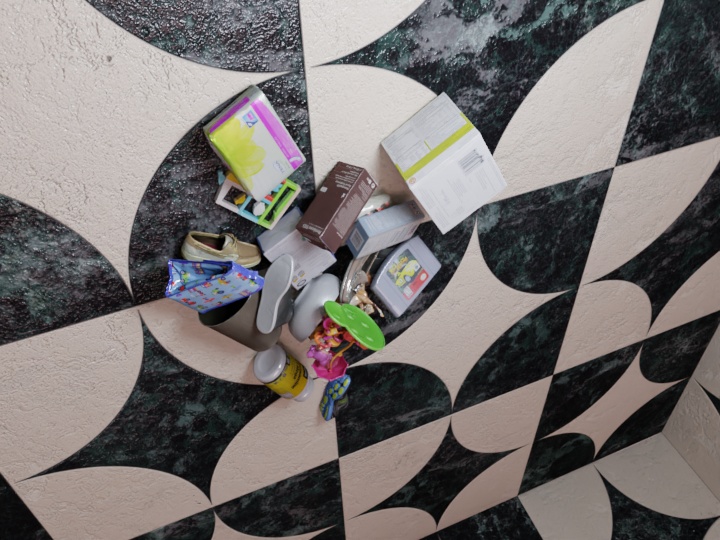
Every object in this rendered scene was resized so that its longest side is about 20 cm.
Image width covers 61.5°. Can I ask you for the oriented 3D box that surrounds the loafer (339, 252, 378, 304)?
[{"bbox_3d":[0.000,0.000,1.593,0.061,0.204,0.073,14,151,11],"label":"loafer"}]

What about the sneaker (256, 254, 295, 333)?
[{"bbox_3d":[-0.198,0.054,1.521,0.099,0.069,0.206,-11,120,-69],"label":"sneaker"}]

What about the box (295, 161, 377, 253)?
[{"bbox_3d":[-0.057,-0.153,1.437,0.075,0.099,0.203,42,75,-46],"label":"box"}]

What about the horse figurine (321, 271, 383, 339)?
[{"bbox_3d":[-0.030,0.103,1.637,0.196,0.135,0.050,-28,171,-6],"label":"horse figurine"}]

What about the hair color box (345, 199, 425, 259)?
[{"bbox_3d":[0.065,-0.108,1.567,0.196,0.061,0.100,-21,158,-35],"label":"hair color box"}]

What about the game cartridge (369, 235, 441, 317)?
[{"bbox_3d":[0.121,0.009,1.652,0.133,0.041,0.201,46,75,-15],"label":"game cartridge"}]

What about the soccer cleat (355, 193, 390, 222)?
[{"bbox_3d":[-0.010,-0.160,1.538,0.197,0.079,0.069,-29,175,-23],"label":"soccer cleat"}]

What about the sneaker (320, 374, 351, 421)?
[{"bbox_3d":[-0.073,0.414,2.005,0.081,0.071,0.203,-10,134,-39],"label":"sneaker"}]

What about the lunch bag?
[{"bbox_3d":[-0.329,0.027,1.416,0.194,0.097,0.151,-8,160,17],"label":"lunch bag"}]

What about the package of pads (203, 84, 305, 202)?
[{"bbox_3d":[-0.227,-0.266,1.301,0.154,0.068,0.201,-40,131,-5],"label":"package of pads"}]

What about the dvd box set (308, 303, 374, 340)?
[{"bbox_3d":[-0.063,0.143,1.729,0.195,0.146,0.030,-24,91,-8],"label":"dvd box set"}]

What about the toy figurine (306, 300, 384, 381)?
[{"bbox_3d":[-0.066,0.194,1.532,0.197,0.152,0.185,29,113,-32],"label":"toy figurine"}]

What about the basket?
[{"bbox_3d":[-0.295,0.115,1.573,0.180,0.136,0.201,-44,141,-6],"label":"basket"}]

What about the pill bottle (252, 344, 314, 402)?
[{"bbox_3d":[-0.221,0.312,1.795,0.111,0.114,0.200,-36,136,5],"label":"pill bottle"}]

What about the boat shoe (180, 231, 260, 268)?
[{"bbox_3d":[-0.326,-0.053,1.448,0.195,0.075,0.067,3,133,-30],"label":"boat shoe"}]

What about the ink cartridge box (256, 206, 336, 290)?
[{"bbox_3d":[-0.154,-0.044,1.548,0.135,0.077,0.201,-35,134,5],"label":"ink cartridge box"}]

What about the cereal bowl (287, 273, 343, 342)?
[{"bbox_3d":[-0.132,0.086,1.615,0.083,0.201,0.201,38,108,-7],"label":"cereal bowl"}]

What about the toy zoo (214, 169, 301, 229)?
[{"bbox_3d":[-0.250,-0.186,1.412,0.198,0.021,0.132,26,112,-41],"label":"toy zoo"}]

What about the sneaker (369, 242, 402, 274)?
[{"bbox_3d":[0.086,-0.031,1.708,0.194,0.061,0.106,4,127,-26],"label":"sneaker"}]

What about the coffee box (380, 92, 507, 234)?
[{"bbox_3d":[0.200,-0.258,1.468,0.198,0.200,0.200,-36,137,9],"label":"coffee box"}]
